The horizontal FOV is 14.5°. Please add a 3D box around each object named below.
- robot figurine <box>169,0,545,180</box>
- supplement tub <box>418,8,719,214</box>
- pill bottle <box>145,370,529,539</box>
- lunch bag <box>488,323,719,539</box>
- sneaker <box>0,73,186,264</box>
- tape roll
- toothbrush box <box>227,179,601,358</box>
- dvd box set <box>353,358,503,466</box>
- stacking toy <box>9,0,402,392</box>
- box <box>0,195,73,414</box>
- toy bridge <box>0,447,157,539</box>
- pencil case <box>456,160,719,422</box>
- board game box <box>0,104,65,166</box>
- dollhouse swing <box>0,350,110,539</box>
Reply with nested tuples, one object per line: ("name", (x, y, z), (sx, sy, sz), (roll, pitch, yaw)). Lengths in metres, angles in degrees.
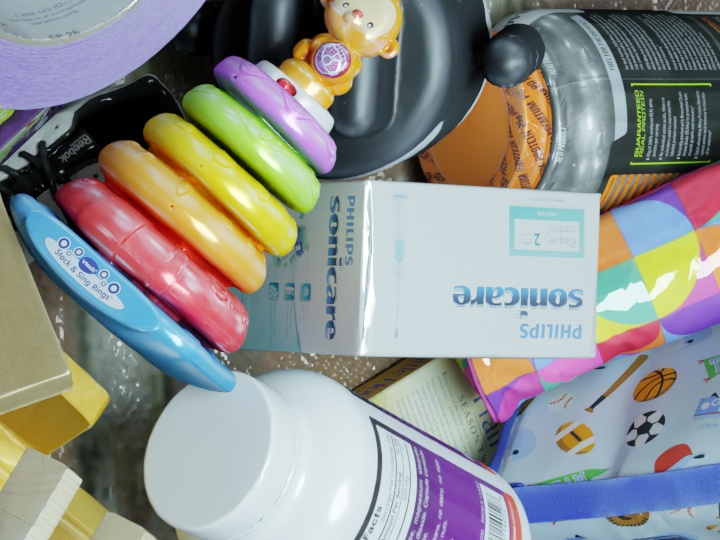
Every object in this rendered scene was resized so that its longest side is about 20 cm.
("robot figurine", (-0.002, -0.112, 1.399), (0.150, 0.200, 0.125), (44, 105, 4))
("supplement tub", (0.135, -0.082, 1.540), (0.200, 0.122, 0.123), (-2, 92, -37))
("pill bottle", (-0.012, 0.118, 1.372), (0.200, 0.112, 0.113), (32, 72, -46))
("lunch bag", (0.175, 0.093, 1.508), (0.200, 0.170, 0.124), (-31, 108, -60))
("sneaker", (-0.165, -0.036, 1.336), (0.200, 0.080, 0.074), (-37, 86, -33))
("tape roll", (-0.138, -0.173, 1.230), (0.200, 0.066, 0.200), (-28, 136, -30))
("toothbrush box", (0.000, 0.000, 1.393), (0.146, 0.200, 0.085), (2, 90, -36))
("dvd box set", (0.024, 0.130, 1.518), (0.200, 0.029, 0.147), (-31, 109, -31))
("stacking toy", (-0.051, -0.052, 1.271), (0.200, 0.116, 0.110), (-48, 164, -3))
("box", (-0.246, 0.012, 1.229), (0.200, 0.021, 0.164), (-19, 69, -13))
("toy bridge", (-0.150, 0.112, 1.233), (0.067, 0.027, 0.200), (-60, 149, -12))
("pencil case", (0.142, 0.008, 1.481), (0.200, 0.088, 0.089), (-21, 106, 1))
("board game box", (-0.176, -0.124, 1.330), (0.120, 0.032, 0.200), (42, 64, 4))
("dollhouse swing", (-0.163, 0.161, 1.306), (0.176, 0.182, 0.200), (37, 68, -10))
